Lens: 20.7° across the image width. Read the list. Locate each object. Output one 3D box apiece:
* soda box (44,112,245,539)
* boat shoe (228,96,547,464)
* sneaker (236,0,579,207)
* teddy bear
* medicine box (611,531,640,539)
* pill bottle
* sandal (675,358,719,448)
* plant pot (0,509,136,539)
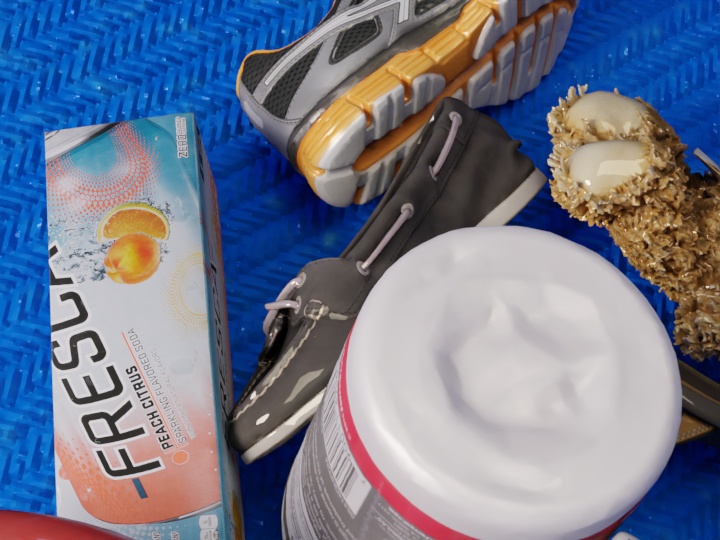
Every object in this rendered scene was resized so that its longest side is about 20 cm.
[{"bbox_3d":[-0.084,0.041,0.769,0.063,0.068,0.200,-8,62,1],"label":"soda box"},{"bbox_3d":[0.000,0.000,0.794,0.057,0.067,0.200,47,53,-1],"label":"boat shoe"},{"bbox_3d":[0.029,-0.108,0.887,0.077,0.078,0.200,35,51,28],"label":"sneaker"},{"bbox_3d":[0.155,-0.003,0.840,0.200,0.067,0.145,28,23,-27],"label":"teddy bear"},{"bbox_3d":[0.056,0.216,0.645,0.103,0.182,0.200,34,60,6],"label":"medicine box"},{"bbox_3d":[0.032,0.077,0.706,0.111,0.200,0.111,6,60,-10],"label":"pill bottle"},{"bbox_3d":[0.115,0.061,0.820,0.200,0.082,0.055,24,85,-5],"label":"sandal"},{"bbox_3d":[-0.115,0.188,0.616,0.200,0.201,0.183,21,51,-1],"label":"plant pot"}]
